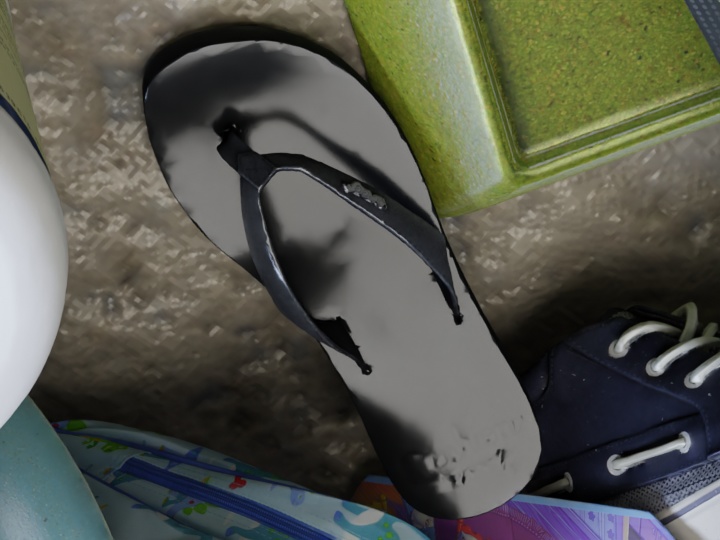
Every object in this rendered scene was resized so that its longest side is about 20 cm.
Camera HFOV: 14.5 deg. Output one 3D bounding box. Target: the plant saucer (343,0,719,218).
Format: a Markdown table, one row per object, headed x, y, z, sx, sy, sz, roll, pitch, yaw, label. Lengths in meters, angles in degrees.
| x | y | z | sx | sy | sz | roll | pitch | yaw | label |
| --- | --- | --- | --- | --- | --- | --- | --- | --- | --- |
| 0.091 | -0.117 | 0.934 | 0.199 | 0.048 | 0.200 | -20 | 125 | -2 | plant saucer |

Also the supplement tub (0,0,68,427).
| x | y | z | sx | sy | sz | roll | pitch | yaw | label |
| --- | --- | --- | --- | --- | --- | --- | --- | --- | --- |
| -0.167 | -0.041 | 0.822 | 0.145 | 0.200 | 0.145 | -7 | 123 | -10 | supplement tub |

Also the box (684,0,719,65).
| x | y | z | sx | sy | sz | roll | pitch | yaw | label |
| --- | --- | --- | --- | --- | --- | --- | --- | --- | --- |
| 0.172 | -0.132 | 0.886 | 0.193 | 0.047 | 0.200 | -55 | 129 | -27 | box |

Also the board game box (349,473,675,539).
| x | y | z | sx | sy | sz | roll | pitch | yaw | label |
| --- | --- | --- | --- | --- | --- | --- | --- | --- | --- |
| 0.051 | 0.159 | 1.014 | 0.039 | 0.200 | 0.158 | -22 | 109 | -44 | board game box |

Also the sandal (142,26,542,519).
| x | y | z | sx | sy | sz | roll | pitch | yaw | label |
| --- | --- | --- | --- | --- | --- | --- | --- | --- | --- |
| 0.001 | 0.000 | 0.963 | 0.076 | 0.043 | 0.200 | -34 | 106 | 9 | sandal |

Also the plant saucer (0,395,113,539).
| x | y | z | sx | sy | sz | roll | pitch | yaw | label |
| --- | --- | --- | --- | --- | --- | --- | --- | --- | --- |
| -0.148 | 0.107 | 0.934 | 0.027 | 0.200 | 0.201 | -25 | 134 | -42 | plant saucer |

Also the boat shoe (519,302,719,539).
| x | y | z | sx | sy | sz | roll | pitch | yaw | label |
| --- | --- | --- | --- | --- | --- | --- | --- | --- | --- |
| 0.124 | 0.044 | 0.981 | 0.200 | 0.093 | 0.075 | -34 | 169 | 35 | boat shoe |

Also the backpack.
| x | y | z | sx | sy | sz | roll | pitch | yaw | label |
| --- | --- | --- | --- | --- | --- | --- | --- | --- | --- |
| -0.054 | 0.134 | 0.968 | 0.154 | 0.200 | 0.163 | -38 | 125 | -19 | backpack |
